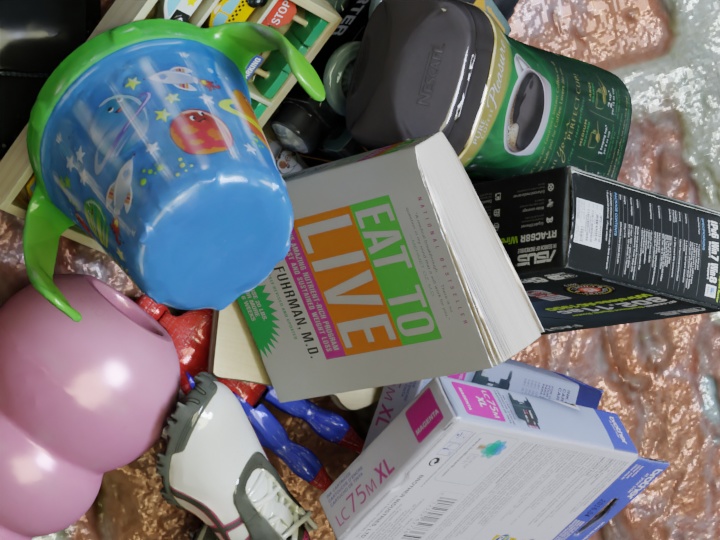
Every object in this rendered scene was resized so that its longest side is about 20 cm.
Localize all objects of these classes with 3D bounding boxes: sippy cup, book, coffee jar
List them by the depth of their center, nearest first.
[{"bbox_3d":[-0.104,-0.050,1.333,0.139,0.131,0.179,0,126,-31],"label":"sippy cup"},{"bbox_3d":[0.000,0.000,1.394,0.048,0.199,0.134,-31,101,-40],"label":"book"},{"bbox_3d":[0.077,-0.097,1.431,0.200,0.085,0.105,19,85,-51],"label":"coffee jar"}]

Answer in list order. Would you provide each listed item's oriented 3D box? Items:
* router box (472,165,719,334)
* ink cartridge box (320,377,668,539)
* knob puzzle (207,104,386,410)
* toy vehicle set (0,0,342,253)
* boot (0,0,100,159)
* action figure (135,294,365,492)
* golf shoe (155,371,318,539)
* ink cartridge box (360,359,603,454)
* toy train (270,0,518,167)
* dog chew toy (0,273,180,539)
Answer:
[{"bbox_3d":[0.105,-0.007,1.436,0.149,0.199,0.063,12,76,-40],"label":"router box"},{"bbox_3d":[0.085,0.128,1.462,0.199,0.042,0.119,16,128,-41],"label":"ink cartridge box"},{"bbox_3d":[-0.003,-0.009,1.524,0.218,0.030,0.221,2,86,-29],"label":"knob puzzle"},{"bbox_3d":[-0.115,-0.100,1.398,0.124,0.027,0.200,23,112,-42],"label":"toy vehicle set"},{"bbox_3d":[-0.231,-0.158,1.388,0.161,0.073,0.200,7,105,-20],"label":"boot"},{"bbox_3d":[-0.068,0.081,1.515,0.200,0.052,0.066,42,79,-20],"label":"action figure"},{"bbox_3d":[-0.068,0.138,1.465,0.077,0.088,0.201,-58,152,-32],"label":"golf shoe"},{"bbox_3d":[0.087,0.118,1.557,0.199,0.042,0.120,17,93,-44],"label":"ink cartridge box"},{"bbox_3d":[0.024,-0.137,1.481,0.200,0.085,0.114,-54,127,-19],"label":"toy train"},{"bbox_3d":[-0.198,0.102,1.434,0.124,0.125,0.200,35,95,-24],"label":"dog chew toy"}]
